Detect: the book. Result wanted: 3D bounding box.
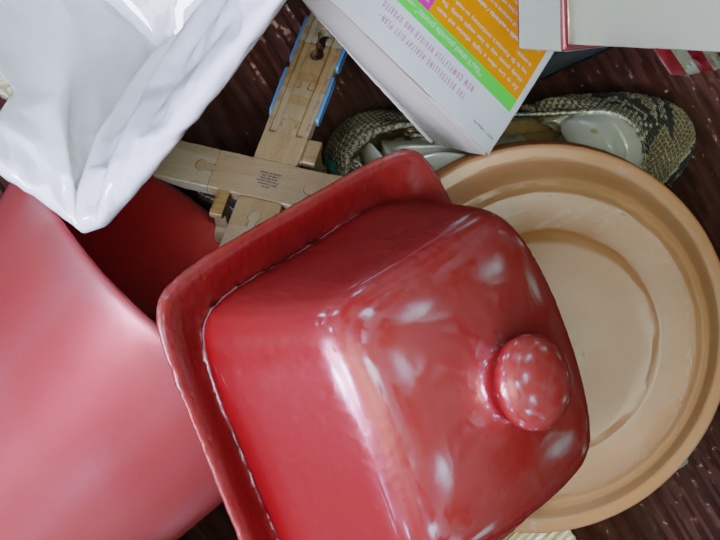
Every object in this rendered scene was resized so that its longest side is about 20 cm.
[{"bbox_3d":[0.065,-0.178,1.411,0.134,0.048,0.200,44,72,-34],"label":"book"}]

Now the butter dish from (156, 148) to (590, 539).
[{"bbox_3d":[0.035,0.056,1.308,0.200,0.148,0.200,-31,103,-40],"label":"butter dish"}]

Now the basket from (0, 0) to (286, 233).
[{"bbox_3d":[-0.129,-0.169,1.332,0.198,0.161,0.200,37,124,-7],"label":"basket"}]

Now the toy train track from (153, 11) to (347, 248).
[{"bbox_3d":[-0.032,-0.072,1.440,0.114,0.033,0.201,13,61,12],"label":"toy train track"}]

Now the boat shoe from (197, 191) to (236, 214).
[{"bbox_3d":[0.000,0.000,1.481,0.199,0.067,0.057,21,93,-11],"label":"boat shoe"}]

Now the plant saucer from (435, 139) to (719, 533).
[{"bbox_3d":[0.092,0.035,1.434,0.199,0.032,0.201,-1,98,-8],"label":"plant saucer"}]

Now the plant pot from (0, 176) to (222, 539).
[{"bbox_3d":[-0.138,0.063,1.426,0.200,0.201,0.177,38,105,-9],"label":"plant pot"}]

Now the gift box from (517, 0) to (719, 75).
[{"bbox_3d":[0.186,-0.183,1.363,0.199,0.186,0.185,-3,98,-42],"label":"gift box"}]

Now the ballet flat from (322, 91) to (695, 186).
[{"bbox_3d":[0.081,-0.055,1.473,0.199,0.075,0.068,-2,101,-4],"label":"ballet flat"}]

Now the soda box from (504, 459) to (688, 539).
[{"bbox_3d":[0.068,0.114,1.506,0.200,0.063,0.068,-29,103,1],"label":"soda box"}]

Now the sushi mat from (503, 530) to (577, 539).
[{"bbox_3d":[0.026,0.192,1.479,0.096,0.012,0.200,42,96,-11],"label":"sushi mat"}]

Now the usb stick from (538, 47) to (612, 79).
[{"bbox_3d":[0.166,-0.161,1.483,0.199,0.033,0.056,-24,100,-1],"label":"usb stick"}]
